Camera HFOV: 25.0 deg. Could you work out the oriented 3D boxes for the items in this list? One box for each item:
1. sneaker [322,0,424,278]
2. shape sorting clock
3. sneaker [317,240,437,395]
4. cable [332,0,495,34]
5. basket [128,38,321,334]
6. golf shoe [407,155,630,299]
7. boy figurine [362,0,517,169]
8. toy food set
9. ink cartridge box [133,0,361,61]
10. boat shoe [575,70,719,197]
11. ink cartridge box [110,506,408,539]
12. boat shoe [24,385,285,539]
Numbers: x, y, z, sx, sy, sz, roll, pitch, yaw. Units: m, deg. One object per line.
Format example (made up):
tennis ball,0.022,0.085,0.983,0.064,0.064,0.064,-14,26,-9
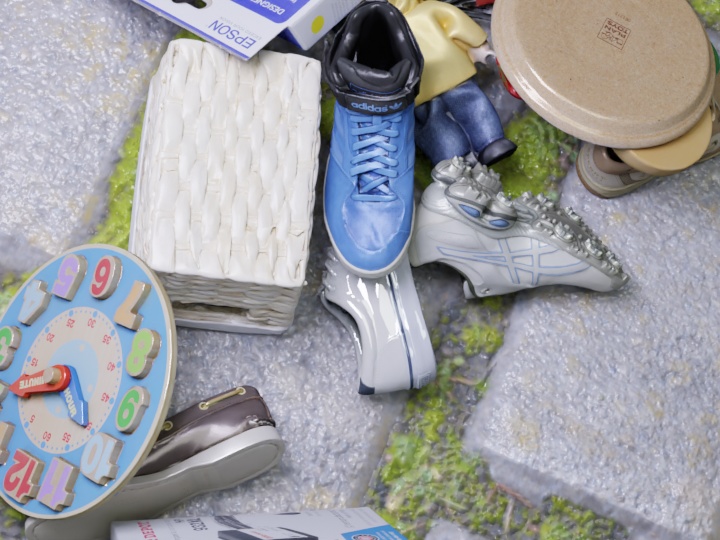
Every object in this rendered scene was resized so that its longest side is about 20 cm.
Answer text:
sneaker,0.007,-0.103,1.206,0.076,0.111,0.202,4,74,6
shape sorting clock,-0.208,0.077,1.160,0.039,0.199,0.202,18,65,-50
sneaker,0.000,0.000,1.270,0.070,0.073,0.202,-14,75,-11
cable,0.074,-0.228,1.378,0.199,0.050,0.098,-30,91,-5
basket,-0.103,-0.066,1.240,0.134,0.123,0.202,7,73,-10
golf shoe,0.122,-0.015,1.303,0.199,0.079,0.098,24,113,-25
boy figurine,0.046,-0.166,1.314,0.124,0.064,0.201,-30,88,9
toy food set,0.199,-0.178,1.311,0.198,0.049,0.199,15,59,-6
ink cartridge box,-0.083,-0.246,1.282,0.197,0.047,0.200,31,65,33
boat shoe,0.275,-0.125,1.365,0.199,0.065,0.072,-31,82,-18
ink cartridge box,-0.072,0.224,1.139,0.198,0.145,0.085,-1,95,-14
boat shoe,-0.157,0.143,1.200,0.198,0.072,0.060,-21,59,-10
